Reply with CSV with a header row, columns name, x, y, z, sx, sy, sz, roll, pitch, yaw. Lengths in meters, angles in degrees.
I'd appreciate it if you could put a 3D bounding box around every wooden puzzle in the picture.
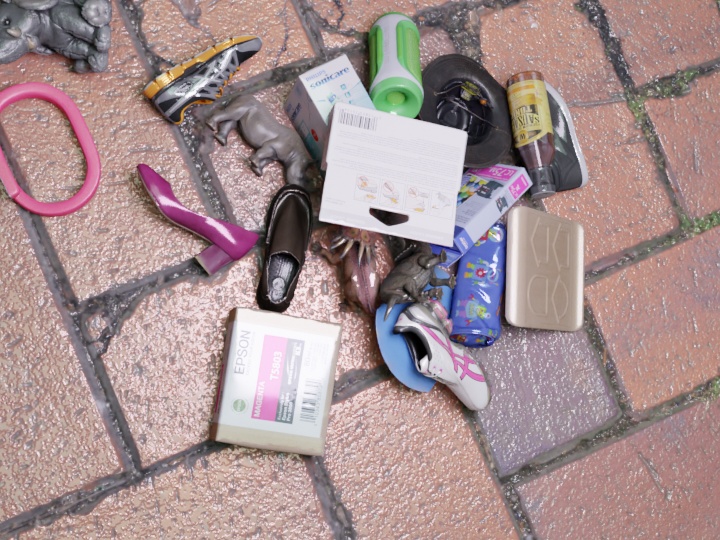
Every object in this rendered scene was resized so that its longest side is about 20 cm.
name,x,y,z,sx,sy,sz,roll,pitch,yaw
wooden puzzle,0.289,0.002,1.461,0.200,0.046,0.186,8,82,-46

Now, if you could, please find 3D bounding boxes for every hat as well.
name,x,y,z,sx,sy,sz,roll,pitch,yaw
hat,0.152,-0.243,1.472,0.200,0.081,0.201,10,68,-26

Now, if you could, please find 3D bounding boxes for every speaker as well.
name,x,y,z,sx,sy,sz,roll,pitch,yaw
speaker,0.053,-0.316,1.412,0.088,0.089,0.200,12,46,-12

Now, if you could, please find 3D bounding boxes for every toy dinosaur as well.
name,x,y,z,sx,sy,sz,roll,pitch,yaw
toy dinosaur,0.000,0.000,1.368,0.086,0.136,0.200,-21,93,-17
toy dinosaur,0.073,0.016,1.345,0.077,0.102,0.200,57,49,-36

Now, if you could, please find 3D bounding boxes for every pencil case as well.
name,x,y,z,sx,sy,sz,roll,pitch,yaw
pencil case,0.191,0.023,1.435,0.087,0.078,0.200,9,73,12

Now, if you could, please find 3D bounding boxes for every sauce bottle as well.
name,x,y,z,sx,sy,sz,roll,pitch,yaw
sauce bottle,0.276,-0.215,1.451,0.066,0.066,0.200,-5,76,-14

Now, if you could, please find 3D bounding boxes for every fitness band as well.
name,x,y,z,sx,sy,sz,roll,pitch,yaw
fitness band,-0.465,-0.176,1.336,0.143,0.037,0.200,-23,89,-19

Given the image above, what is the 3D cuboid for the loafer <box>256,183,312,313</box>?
name,x,y,z,sx,sy,sz,roll,pitch,yaw
loafer,-0.108,-0.032,1.375,0.073,0.071,0.200,8,87,-13

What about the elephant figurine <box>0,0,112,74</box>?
name,x,y,z,sx,sy,sz,roll,pitch,yaw
elephant figurine,-0.463,-0.356,1.304,0.200,0.155,0.142,1,104,-22

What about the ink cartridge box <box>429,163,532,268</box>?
name,x,y,z,sx,sy,sz,roll,pitch,yaw
ink cartridge box,0.163,-0.091,1.433,0.200,0.119,0.042,-47,121,-14

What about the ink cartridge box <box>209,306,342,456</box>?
name,x,y,z,sx,sy,sz,roll,pitch,yaw
ink cartridge box,-0.124,0.164,1.350,0.164,0.075,0.200,10,81,-14

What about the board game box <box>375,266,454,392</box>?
name,x,y,z,sx,sy,sz,roll,pitch,yaw
board game box,0.087,0.086,1.420,0.200,0.039,0.158,-49,113,-34

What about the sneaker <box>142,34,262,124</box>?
name,x,y,z,sx,sy,sz,roll,pitch,yaw
sneaker,-0.232,-0.296,1.395,0.200,0.078,0.077,-34,104,-12

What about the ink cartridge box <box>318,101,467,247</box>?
name,x,y,z,sx,sy,sz,roll,pitch,yaw
ink cartridge box,0.043,-0.132,1.297,0.200,0.045,0.177,11,78,-12

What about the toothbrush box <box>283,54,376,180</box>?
name,x,y,z,sx,sy,sz,roll,pitch,yaw
toothbrush box,-0.025,-0.203,1.389,0.085,0.146,0.200,-28,90,-16

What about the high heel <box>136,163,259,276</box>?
name,x,y,z,sx,sy,sz,roll,pitch,yaw
high heel,-0.244,-0.095,1.360,0.096,0.067,0.200,-38,107,-6

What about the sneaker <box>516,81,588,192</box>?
name,x,y,z,sx,sy,sz,roll,pitch,yaw
sneaker,0.298,-0.216,1.509,0.099,0.071,0.200,-23,92,-21

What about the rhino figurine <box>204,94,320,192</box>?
name,x,y,z,sx,sy,sz,roll,pitch,yaw
rhino figurine,-0.137,-0.190,1.405,0.200,0.060,0.087,41,78,-7

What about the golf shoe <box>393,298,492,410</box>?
name,x,y,z,sx,sy,sz,roll,pitch,yaw
golf shoe,0.119,0.138,1.369,0.092,0.073,0.200,-41,101,-33
